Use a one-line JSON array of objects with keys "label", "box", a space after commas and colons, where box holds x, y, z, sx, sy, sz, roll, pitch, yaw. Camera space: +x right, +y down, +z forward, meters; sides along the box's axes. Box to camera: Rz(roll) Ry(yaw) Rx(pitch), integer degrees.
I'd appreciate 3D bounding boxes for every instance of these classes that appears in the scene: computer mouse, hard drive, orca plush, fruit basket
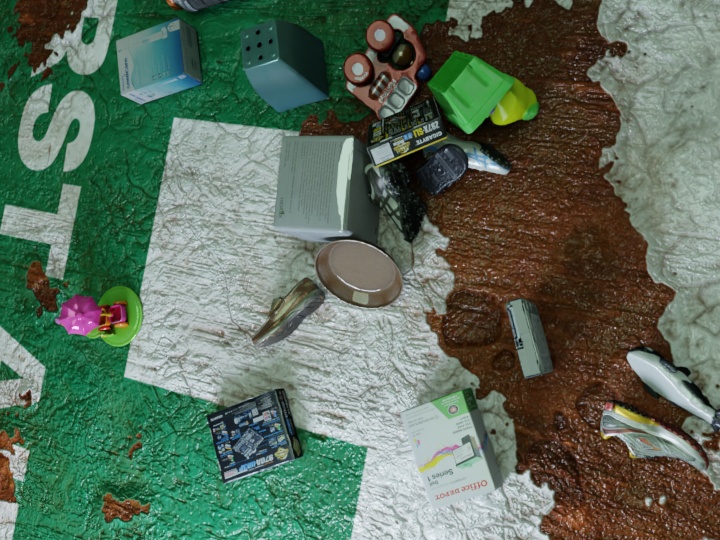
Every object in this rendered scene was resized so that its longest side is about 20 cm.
[{"label": "computer mouse", "box": [0.139, -0.221, 1.516, 0.141, 0.046, 0.200, 46, 137, 2]}, {"label": "hard drive", "box": [0.321, 0.128, 1.370, 0.037, 0.199, 0.143, -17, 78, 19]}, {"label": "orca plush", "box": [0.586, 0.196, 1.324, 0.071, 0.107, 0.199, -33, 40, -24]}, {"label": "fruit basket", "box": [0.255, -0.345, 1.475, 0.156, 0.215, 0.216, -48, 70, 10]}]

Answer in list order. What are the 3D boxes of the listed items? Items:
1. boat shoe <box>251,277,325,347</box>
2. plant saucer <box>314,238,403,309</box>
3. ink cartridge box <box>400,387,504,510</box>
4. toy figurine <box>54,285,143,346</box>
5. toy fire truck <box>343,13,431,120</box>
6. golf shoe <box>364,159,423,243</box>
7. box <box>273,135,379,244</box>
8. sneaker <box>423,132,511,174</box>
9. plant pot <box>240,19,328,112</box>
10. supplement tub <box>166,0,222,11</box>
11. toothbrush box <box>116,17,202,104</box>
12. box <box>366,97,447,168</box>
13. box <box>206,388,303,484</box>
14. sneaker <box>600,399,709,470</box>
[{"label": "boat shoe", "box": [-0.169, 0.095, 1.643, 0.199, 0.076, 0.072, -40, 68, 4]}, {"label": "plant saucer", "box": [0.000, 0.000, 1.545, 0.196, 0.203, 0.037, 3, 44, 22]}, {"label": "ink cartridge box", "box": [0.184, 0.357, 1.463, 0.143, 0.084, 0.204, -23, 77, 18]}, {"label": "toy figurine", "box": [-0.667, 0.112, 1.778, 0.196, 0.183, 0.154, -11, 80, 21]}, {"label": "toy fire truck", "box": [0.063, -0.442, 1.595, 0.167, 0.112, 0.201, 37, 99, -3]}, {"label": "golf shoe", "box": [0.070, -0.149, 1.530, 0.093, 0.202, 0.078, 12, 47, 38]}, {"label": "box", "box": [-0.063, -0.167, 1.554, 0.168, 0.198, 0.205, 5, 86, 21]}, {"label": "sneaker", "box": [0.222, -0.238, 1.524, 0.197, 0.072, 0.074, 25, 117, 21]}, {"label": "plant pot", "box": [-0.179, -0.470, 1.632, 0.138, 0.199, 0.145, -10, 80, 20]}, {"label": "supplement tub", "box": [-0.381, -0.710, 1.780, 0.196, 0.122, 0.126, -9, 81, 20]}, {"label": "toothbrush box", "box": [-0.507, -0.524, 1.831, 0.196, 0.085, 0.150, -12, 81, 20]}, {"label": "box", "box": [0.093, -0.288, 1.501, 0.157, 0.201, 0.050, -23, 112, 11]}, {"label": "box", "box": [-0.243, 0.376, 1.653, 0.197, 0.046, 0.162, -23, 77, 18]}, {"label": "sneaker", "box": [0.537, 0.314, 1.338, 0.198, 0.077, 0.084, 24, 98, 32]}]
